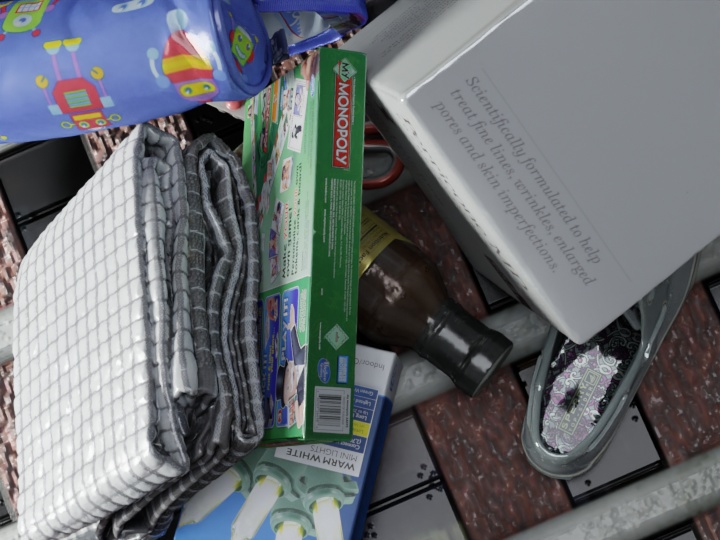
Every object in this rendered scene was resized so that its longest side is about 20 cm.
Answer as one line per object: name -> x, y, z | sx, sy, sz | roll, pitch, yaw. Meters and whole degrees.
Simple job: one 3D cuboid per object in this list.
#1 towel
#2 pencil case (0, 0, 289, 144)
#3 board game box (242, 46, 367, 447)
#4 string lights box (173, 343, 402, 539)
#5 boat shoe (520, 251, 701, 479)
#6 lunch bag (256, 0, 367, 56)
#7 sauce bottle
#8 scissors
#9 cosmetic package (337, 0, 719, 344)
towel -> -0.121, 0.043, 0.993 | 0.085, 0.165, 0.201 | 11, 59, -34
pencil case -> -0.144, -0.119, 0.969 | 0.199, 0.078, 0.087 | -9, 47, 19
board game box -> -0.036, -0.007, 0.961 | 0.029, 0.135, 0.201 | 5, 82, -19
string lights box -> -0.048, 0.137, 1.037 | 0.102, 0.059, 0.201 | 12, 81, 7
boat shoe -> 0.149, 0.025, 1.031 | 0.070, 0.072, 0.202 | 22, 83, 9
lunch bag -> -0.098, -0.209, 1.057 | 0.199, 0.124, 0.171 | -8, 79, 14
sauce bottle -> 0.000, 0.000, 1.055 | 0.200, 0.065, 0.065 | 39, 86, 9
scissors -> -0.068, -0.094, 1.103 | 0.199, 0.014, 0.074 | 7, 80, 6
cosmetic package -> 0.106, -0.091, 0.966 | 0.165, 0.200, 0.165 | -38, 106, -2
